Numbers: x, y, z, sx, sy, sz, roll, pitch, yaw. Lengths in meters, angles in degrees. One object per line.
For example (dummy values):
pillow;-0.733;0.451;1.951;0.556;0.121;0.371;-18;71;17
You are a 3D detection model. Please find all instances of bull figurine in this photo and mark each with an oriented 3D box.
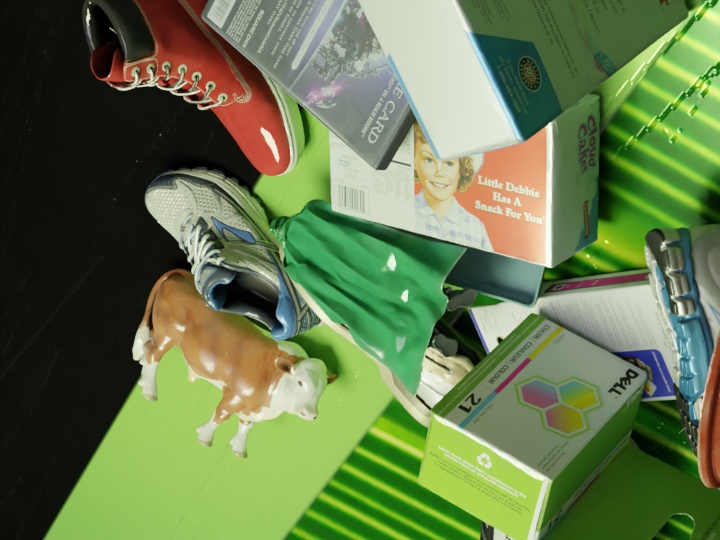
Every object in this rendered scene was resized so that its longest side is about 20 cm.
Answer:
bull figurine;-0.113;0.085;1.851;0.200;0.065;0.122;39;105;25

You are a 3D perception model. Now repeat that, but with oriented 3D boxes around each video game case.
video game case;-0.019;-0.188;1.556;0.200;0.019;0.143;42;115;26

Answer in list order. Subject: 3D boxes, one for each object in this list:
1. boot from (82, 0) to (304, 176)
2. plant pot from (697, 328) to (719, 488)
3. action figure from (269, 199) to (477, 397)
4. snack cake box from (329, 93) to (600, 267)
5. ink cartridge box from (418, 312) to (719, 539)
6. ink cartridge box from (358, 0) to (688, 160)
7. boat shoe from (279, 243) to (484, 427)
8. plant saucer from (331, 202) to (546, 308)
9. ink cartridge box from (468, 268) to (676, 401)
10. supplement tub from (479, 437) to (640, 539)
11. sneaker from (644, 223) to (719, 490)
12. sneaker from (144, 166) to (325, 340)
boot;-0.134;-0.141;1.664;0.072;0.144;0.200;-17;107;45
plant pot;0.341;0.071;1.366;0.195;0.201;0.201;16;128;23
action figure;0.000;0.000;1.637;0.200;0.055;0.118;31;104;39
snack cake box;0.073;-0.085;1.565;0.200;0.067;0.115;16;119;34
ink cartridge box;0.165;0.135;1.539;0.200;0.148;0.076;27;133;22
ink cartridge box;0.104;-0.181;1.382;0.085;0.200;0.145;-12;109;50
boat shoe;0.023;0.031;1.706;0.200;0.075;0.068;46;122;7
plant saucer;0.061;-0.028;1.642;0.200;0.019;0.070;17;94;34
ink cartridge box;0.178;0.052;1.602;0.200;0.037;0.095;-9;112;42
supplement tub;0.153;0.217;1.675;0.122;0.122;0.200;25;131;27
sneaker;0.260;0.059;1.493;0.075;0.086;0.201;-124;20;-71
sneaker;-0.109;-0.013;1.775;0.200;0.085;0.077;34;136;20
